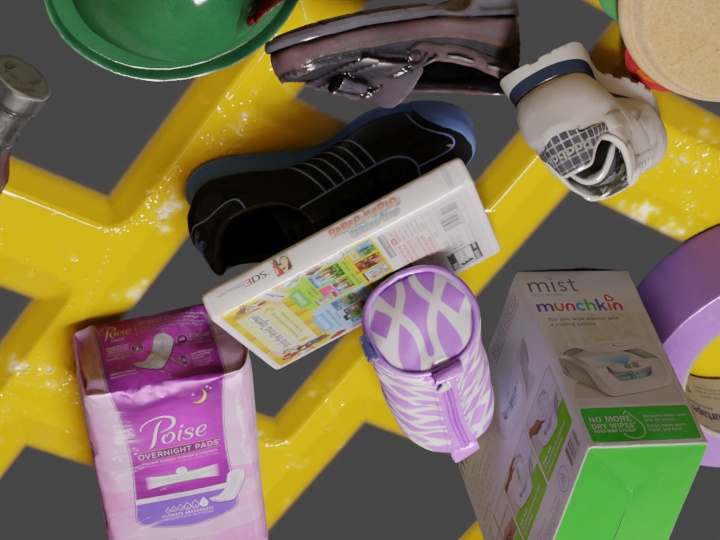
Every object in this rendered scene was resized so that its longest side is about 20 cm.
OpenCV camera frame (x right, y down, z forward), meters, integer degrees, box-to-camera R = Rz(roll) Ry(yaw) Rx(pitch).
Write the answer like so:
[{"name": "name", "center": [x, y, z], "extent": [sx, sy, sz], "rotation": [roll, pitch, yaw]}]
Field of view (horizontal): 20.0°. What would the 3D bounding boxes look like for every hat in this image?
[{"name": "hat", "center": [-0.090, -0.140, 1.153], "extent": [0.164, 0.177, 0.201], "rotation": [-1, 131, -16]}]

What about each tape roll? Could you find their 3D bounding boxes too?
[{"name": "tape roll", "center": [0.294, 0.054, 1.520], "extent": [0.198, 0.066, 0.201], "rotation": [-9, 133, -9]}]

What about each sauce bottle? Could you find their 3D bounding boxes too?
[{"name": "sauce bottle", "center": [-0.261, -0.049, 1.268], "extent": [0.066, 0.066, 0.200], "rotation": [22, 120, -31]}]

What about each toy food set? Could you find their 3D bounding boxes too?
[{"name": "toy food set", "center": [0.249, -0.188, 1.297], "extent": [0.198, 0.049, 0.199], "rotation": [5, 130, -21]}]

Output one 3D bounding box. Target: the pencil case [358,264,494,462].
[{"name": "pencil case", "center": [0.051, 0.065, 1.399], "extent": [0.084, 0.086, 0.200], "rotation": [-33, 161, -4]}]

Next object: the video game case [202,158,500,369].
[{"name": "video game case", "center": [0.000, 0.000, 1.336], "extent": [0.181, 0.023, 0.200], "rotation": [-28, 166, 3]}]

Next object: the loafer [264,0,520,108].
[{"name": "loafer", "center": [0.029, -0.125, 1.221], "extent": [0.199, 0.064, 0.072], "rotation": [-15, -177, -44]}]

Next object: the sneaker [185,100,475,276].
[{"name": "sneaker", "center": [-0.015, -0.048, 1.328], "extent": [0.198, 0.078, 0.070], "rotation": [-17, 134, 0]}]

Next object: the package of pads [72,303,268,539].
[{"name": "package of pads", "center": [-0.132, 0.122, 1.451], "extent": [0.119, 0.076, 0.201], "rotation": [-11, 133, -10]}]

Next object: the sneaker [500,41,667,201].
[{"name": "sneaker", "center": [0.152, -0.079, 1.308], "extent": [0.076, 0.081, 0.200], "rotation": [-32, 159, 21]}]

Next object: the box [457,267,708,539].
[{"name": "box", "center": [0.150, 0.131, 1.469], "extent": [0.096, 0.177, 0.201], "rotation": [0, 131, -17]}]
